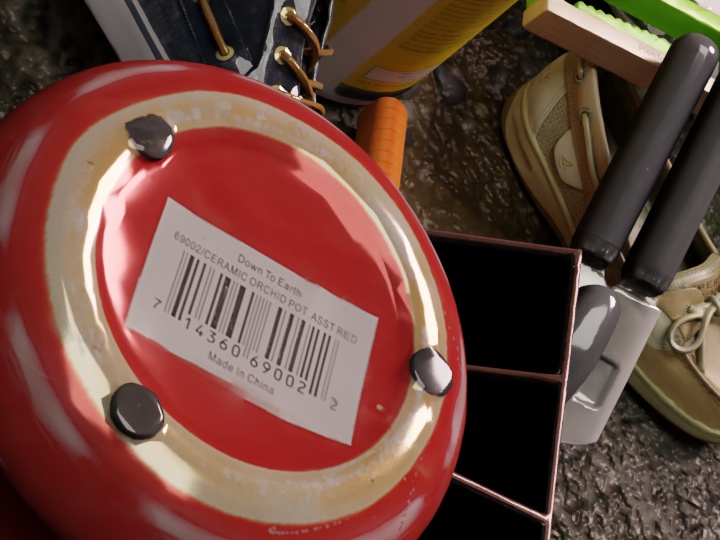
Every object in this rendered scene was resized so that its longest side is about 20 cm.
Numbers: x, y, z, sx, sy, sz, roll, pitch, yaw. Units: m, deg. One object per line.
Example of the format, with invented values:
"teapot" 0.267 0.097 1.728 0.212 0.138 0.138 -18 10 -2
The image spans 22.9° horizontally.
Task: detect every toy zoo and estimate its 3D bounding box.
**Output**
"toy zoo" 0.144 -0.180 0.878 0.131 0.020 0.201 22 59 -26

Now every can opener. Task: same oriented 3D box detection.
"can opener" 0.125 -0.012 0.797 0.052 0.066 0.201 28 82 -5

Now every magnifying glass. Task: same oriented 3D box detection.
"magnifying glass" 0.000 0.000 0.741 0.022 0.079 0.201 36 39 -24

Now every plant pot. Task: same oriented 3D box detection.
"plant pot" -0.076 0.040 0.584 0.200 0.182 0.201 19 54 -29

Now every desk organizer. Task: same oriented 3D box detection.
"desk organizer" 0.032 0.072 0.715 0.071 0.077 0.201 27 53 -23

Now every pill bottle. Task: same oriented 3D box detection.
"pill bottle" 0.036 -0.162 0.760 0.112 0.200 0.113 17 58 -29

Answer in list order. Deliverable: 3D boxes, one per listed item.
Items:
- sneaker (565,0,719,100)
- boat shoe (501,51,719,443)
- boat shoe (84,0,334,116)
"sneaker" 0.138 -0.178 0.933 0.115 0.075 0.201 -7 72 -36
"boat shoe" 0.141 -0.013 0.852 0.073 0.063 0.201 -19 78 -42
"boat shoe" -0.038 -0.078 0.709 0.201 0.091 0.071 58 6 14
